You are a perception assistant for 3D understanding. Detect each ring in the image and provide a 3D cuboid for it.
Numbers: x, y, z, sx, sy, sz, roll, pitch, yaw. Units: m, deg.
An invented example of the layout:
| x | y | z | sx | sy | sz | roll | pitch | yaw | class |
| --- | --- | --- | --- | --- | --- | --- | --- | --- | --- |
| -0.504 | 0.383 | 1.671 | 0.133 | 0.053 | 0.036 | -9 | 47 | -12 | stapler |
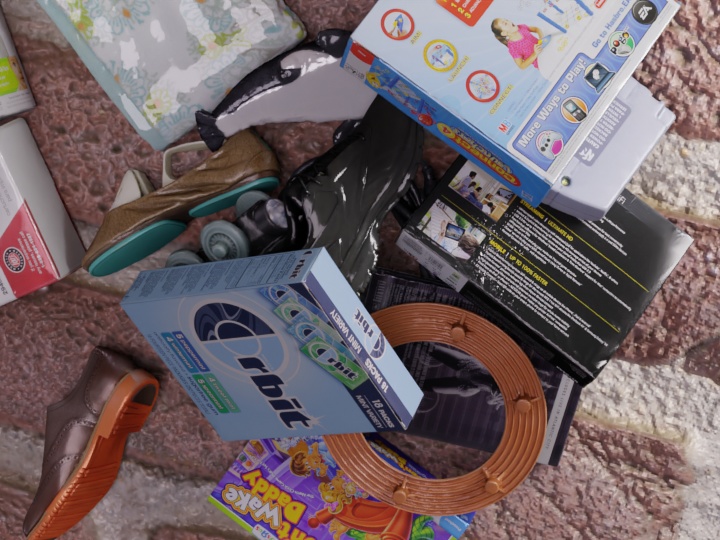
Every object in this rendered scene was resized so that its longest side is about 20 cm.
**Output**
| x | y | z | sx | sy | sz | roll | pitch | yaw | class |
| --- | --- | --- | --- | --- | --- | --- | --- | --- | --- |
| 0.058 | 0.121 | 1.614 | 0.199 | 0.019 | 0.201 | 4 | 112 | 11 | ring |

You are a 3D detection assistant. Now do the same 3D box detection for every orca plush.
| x | y | z | sx | sy | sz | roll | pitch | yaw | class |
| --- | --- | --- | --- | --- | --- | --- | --- | --- | --- |
| -0.043 | -0.156 | 1.620 | 0.199 | 0.071 | 0.105 | -29 | 123 | 7 | orca plush |

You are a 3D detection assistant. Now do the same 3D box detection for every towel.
| x | y | z | sx | sy | sz | roll | pitch | yaw | class |
| --- | --- | --- | --- | --- | --- | --- | --- | --- | --- |
| -0.169 | -0.229 | 1.637 | 0.171 | 0.048 | 0.200 | -36 | 93 | 18 | towel |

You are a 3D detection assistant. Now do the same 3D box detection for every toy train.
| x | y | z | sx | sy | sz | roll | pitch | yaw | class |
| --- | --- | --- | --- | --- | --- | --- | --- | --- | --- |
| -0.110 | 0.016 | 1.639 | 0.114 | 0.085 | 0.200 | 50 | 129 | -4 | toy train |

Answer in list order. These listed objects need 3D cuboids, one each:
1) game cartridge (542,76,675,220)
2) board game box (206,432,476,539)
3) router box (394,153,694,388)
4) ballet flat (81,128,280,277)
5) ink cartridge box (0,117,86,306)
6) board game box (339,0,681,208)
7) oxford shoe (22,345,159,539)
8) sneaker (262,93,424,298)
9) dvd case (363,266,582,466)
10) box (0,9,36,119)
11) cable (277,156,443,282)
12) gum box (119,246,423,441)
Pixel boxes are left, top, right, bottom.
| x | y | z | sx | sy | sz | roll | pitch | yaw | class |
| --- | --- | --- | --- | --- | --- | --- | --- | --- | --- |
| 0.142 | -0.136 | 1.557 | 0.200 | 0.041 | 0.133 | 38 | 66 | 3 | game cartridge |
| -0.017 | 0.208 | 1.699 | 0.200 | 0.045 | 0.135 | 37 | 107 | 3 | board game box |
| 0.151 | -0.023 | 1.574 | 0.200 | 0.051 | 0.149 | 38 | 76 | 2 | router box |
| -0.164 | -0.067 | 1.668 | 0.199 | 0.068 | 0.073 | -28 | 75 | 17 | ballet flat |
| -0.368 | -0.028 | 1.706 | 0.199 | 0.084 | 0.145 | -22 | 97 | 17 | ink cartridge box |
| 0.119 | -0.187 | 1.522 | 0.196 | 0.056 | 0.200 | 36 | 70 | 3 | board game box |
| -0.259 | 0.161 | 1.740 | 0.073 | 0.071 | 0.200 | 37 | 101 | 21 | oxford shoe |
| -0.013 | -0.068 | 1.552 | 0.090 | 0.076 | 0.201 | 25 | 79 | -19 | sneaker |
| 0.091 | 0.083 | 1.627 | 0.199 | 0.016 | 0.149 | 12 | 117 | -3 | dvd case |
| -0.376 | -0.214 | 1.652 | 0.101 | 0.112 | 0.201 | -17 | 97 | 15 | box |
| 0.000 | 0.000 | 1.647 | 0.162 | 0.051 | 0.201 | -6 | 101 | 14 | cable |
| -0.073 | 0.064 | 1.567 | 0.199 | 0.045 | 0.170 | -7 | 129 | 38 | gum box |
